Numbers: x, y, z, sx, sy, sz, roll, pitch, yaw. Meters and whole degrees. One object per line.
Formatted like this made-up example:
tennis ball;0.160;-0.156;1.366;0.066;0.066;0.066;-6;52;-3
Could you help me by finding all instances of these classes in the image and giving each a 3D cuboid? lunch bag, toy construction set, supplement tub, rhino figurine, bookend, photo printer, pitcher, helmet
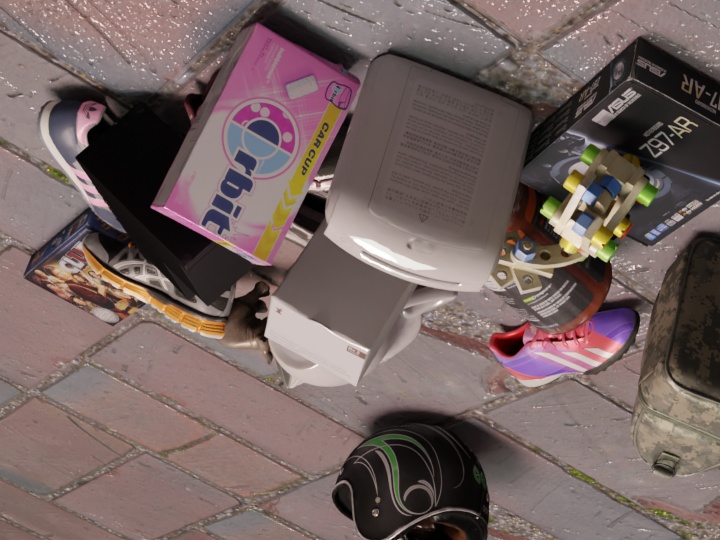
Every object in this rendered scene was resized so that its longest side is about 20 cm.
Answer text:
lunch bag;0.343;0.091;1.497;0.138;0.201;0.168;22;146;-4
toy construction set;0.194;-0.038;1.335;0.092;0.131;0.200;41;152;-2
supplement tub;0.153;-0.028;1.485;0.107;0.108;0.200;-16;135;43
rhino figurine;-0.142;0.054;1.735;0.199;0.087;0.060;22;139;32
bookend;-0.170;-0.038;1.544;0.200;0.092;0.199;42;167;33
photo printer;0.060;-0.081;1.354;0.165;0.201;0.070;20;150;-6
pitcher;0.004;0.052;1.635;0.171;0.122;0.200;-29;167;26
helmet;0.066;0.295;1.971;0.198;0.191;0.201;-11;132;-12

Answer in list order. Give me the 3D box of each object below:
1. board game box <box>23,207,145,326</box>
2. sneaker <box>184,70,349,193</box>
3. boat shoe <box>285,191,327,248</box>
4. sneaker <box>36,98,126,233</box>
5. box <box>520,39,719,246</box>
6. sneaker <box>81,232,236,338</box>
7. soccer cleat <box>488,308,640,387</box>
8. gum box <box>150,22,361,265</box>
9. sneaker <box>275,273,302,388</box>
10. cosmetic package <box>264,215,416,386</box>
board game box;-0.311;-0.004;1.830;0.135;0.035;0.200;31;147;-21
sneaker;-0.087;-0.140;1.460;0.198;0.076;0.116;4;144;22
boat shoe;-0.033;-0.047;1.588;0.199;0.067;0.057;22;154;-1
sneaker;-0.260;-0.106;1.604;0.082;0.071;0.200;-1;147;32
box;0.257;-0.109;1.362;0.159;0.044;0.200;26;149;-15
sneaker;-0.224;0.002;1.699;0.199;0.078;0.078;28;-175;13
soccer cleat;0.224;0.077;1.663;0.073;0.069;0.200;36;147;-21
gum box;-0.094;-0.120;1.383;0.113;0.201;0.066;28;174;-18
sneaker;-0.053;0.058;1.781;0.080;0.071;0.201;-11;143;-19
cosmetic package;0.000;0.000;1.497;0.112;0.200;0.081;30;149;8
